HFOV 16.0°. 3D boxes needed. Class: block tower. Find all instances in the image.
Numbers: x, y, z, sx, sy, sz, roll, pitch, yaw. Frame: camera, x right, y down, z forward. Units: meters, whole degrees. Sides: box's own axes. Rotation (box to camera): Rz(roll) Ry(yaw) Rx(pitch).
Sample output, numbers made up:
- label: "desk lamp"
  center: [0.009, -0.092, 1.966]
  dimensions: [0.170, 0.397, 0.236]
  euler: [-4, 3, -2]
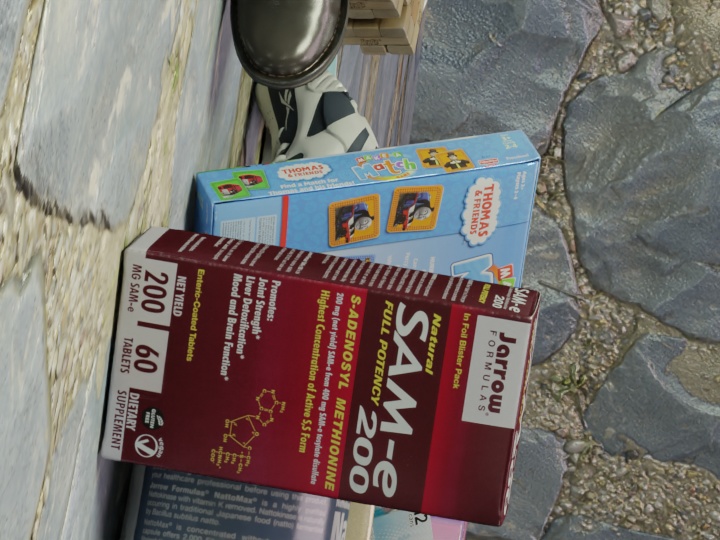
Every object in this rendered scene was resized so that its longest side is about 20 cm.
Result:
- label: "block tower"
  center: [-0.008, -0.211, 1.584]
  dimensions: [0.200, 0.054, 0.058]
  euler: [66, 30, -56]

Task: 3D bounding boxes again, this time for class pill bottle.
- label: "pill bottle"
  center: [-0.062, 0.109, 1.347]
  dimensions: [0.120, 0.119, 0.201]
  euler: [67, 32, -83]

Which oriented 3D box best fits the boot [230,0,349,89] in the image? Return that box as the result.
- label: "boot"
  center: [-0.045, -0.218, 1.390]
  dimensions: [0.174, 0.069, 0.201]
  euler: [71, 23, -70]

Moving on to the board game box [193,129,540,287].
- label: "board game box"
  center: [0.000, 0.000, 1.494]
  dimensions: [0.037, 0.199, 0.152]
  euler: [-118, -153, -48]

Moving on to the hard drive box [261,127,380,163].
- label: "hard drive box"
  center: [-0.033, -0.019, 1.843]
  dimensions: [0.200, 0.076, 0.157]
  euler: [-21, 120, -86]

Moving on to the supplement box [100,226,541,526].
- label: "supplement box"
  center: [-0.019, 0.051, 1.246]
  dimensions: [0.061, 0.199, 0.109]
  euler: [-59, 158, -76]

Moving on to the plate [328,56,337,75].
- label: "plate"
  center: [-0.033, -0.191, 1.715]
  dimensions: [0.200, 0.025, 0.201]
  euler: [2, 90, -86]

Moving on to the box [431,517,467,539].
- label: "box"
  center: [-0.014, 0.190, 1.845]
  dimensions: [0.200, 0.175, 0.097]
  euler: [-57, 156, -79]

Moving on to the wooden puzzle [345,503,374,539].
- label: "wooden puzzle"
  center: [-0.068, 0.193, 1.458]
  dimensions: [0.200, 0.037, 0.186]
  euler: [4, -95, 59]

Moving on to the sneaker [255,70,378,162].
- label: "sneaker"
  center: [-0.050, -0.044, 1.588]
  dimensions: [0.200, 0.129, 0.080]
  euler: [56, -19, 31]

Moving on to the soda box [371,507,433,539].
- label: "soda box"
  center: [0.012, 0.202, 1.513]
  dimensions: [0.068, 0.063, 0.201]
  euler: [-122, -161, -54]
